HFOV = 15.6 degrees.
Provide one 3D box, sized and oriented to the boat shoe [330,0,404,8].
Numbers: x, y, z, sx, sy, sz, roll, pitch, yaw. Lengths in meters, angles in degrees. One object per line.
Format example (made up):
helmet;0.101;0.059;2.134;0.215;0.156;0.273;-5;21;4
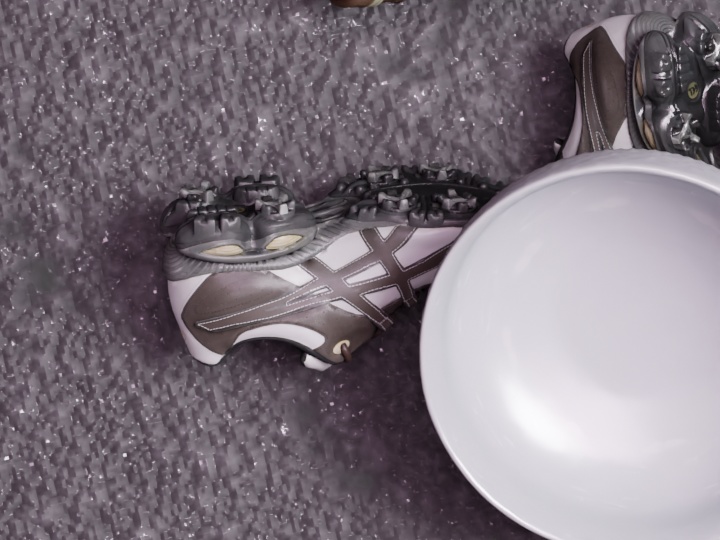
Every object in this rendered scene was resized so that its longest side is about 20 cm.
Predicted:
boat shoe;0.004;-0.235;1.357;0.075;0.075;0.203;-7;86;-24

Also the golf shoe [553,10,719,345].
golf shoe;0.148;-0.035;1.344;0.078;0.094;0.201;-17;110;-41

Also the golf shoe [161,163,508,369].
golf shoe;0.000;0.000;1.324;0.199;0.078;0.095;-4;108;-8

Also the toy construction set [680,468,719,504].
toy construction set;0.189;0.178;1.307;0.200;0.092;0.131;-41;64;-15

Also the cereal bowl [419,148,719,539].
cereal bowl;0.132;0.033;1.267;0.199;0.083;0.201;3;107;11
